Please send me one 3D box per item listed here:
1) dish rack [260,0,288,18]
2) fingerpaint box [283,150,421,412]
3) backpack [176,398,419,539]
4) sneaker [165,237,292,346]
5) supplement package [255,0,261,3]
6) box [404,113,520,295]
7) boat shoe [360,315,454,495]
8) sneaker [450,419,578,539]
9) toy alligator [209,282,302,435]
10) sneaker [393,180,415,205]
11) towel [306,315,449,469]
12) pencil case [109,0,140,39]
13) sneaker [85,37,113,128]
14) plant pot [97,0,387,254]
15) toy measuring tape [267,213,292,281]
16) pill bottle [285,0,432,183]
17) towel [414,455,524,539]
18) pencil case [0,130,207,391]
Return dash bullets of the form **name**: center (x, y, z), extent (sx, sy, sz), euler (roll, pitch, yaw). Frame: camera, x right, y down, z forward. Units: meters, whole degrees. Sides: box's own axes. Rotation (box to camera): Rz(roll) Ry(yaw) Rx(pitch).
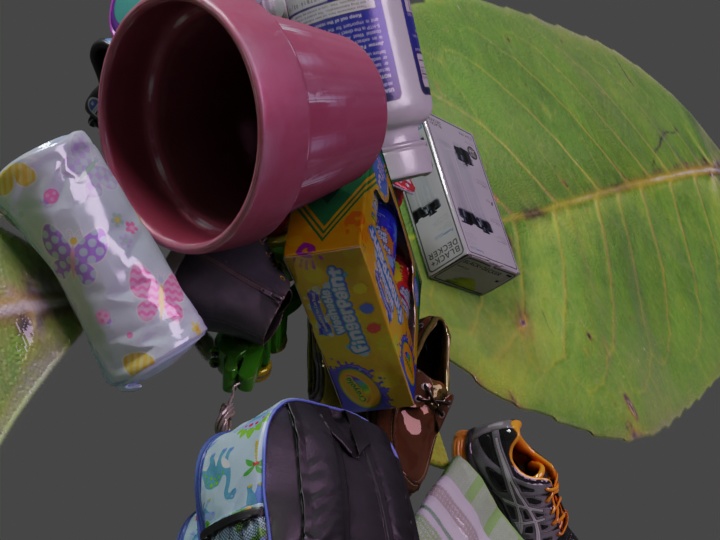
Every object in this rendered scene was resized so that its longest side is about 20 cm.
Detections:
- **dish rack**: center (-0.069, -0.216, 1.410), extent (0.200, 0.043, 0.173), euler (-29, 109, -75)
- **fingerpaint box**: center (0.000, 0.000, 1.246), extent (0.167, 0.073, 0.201), euler (-83, 160, -47)
- **backpack**: center (-0.049, 0.208, 1.030), extent (0.183, 0.147, 0.201), euler (25, 47, -43)
- **sneaker**: center (-0.099, -0.017, 1.183), extent (0.106, 0.075, 0.201), euler (19, 50, 2)
- **supplement package**: center (-0.170, -0.304, 1.303), extent (0.109, 0.114, 0.200), euler (37, 20, -34)
- **box**: center (0.108, -0.079, 1.626), extent (0.116, 0.060, 0.201), euler (17, 49, -50)
- **boat shoe**: center (0.049, 0.121, 1.297), extent (0.072, 0.068, 0.201), euler (40, 35, -33)
- **sneaker**: center (0.177, 0.236, 1.425), extent (0.200, 0.077, 0.078), euler (50, 29, -18)
- **toy alligator**: center (-0.104, 0.067, 1.181), extent (0.054, 0.060, 0.200), euler (14, 39, 12)
- **sneaker**: center (-0.008, -0.092, 1.449), extent (0.113, 0.071, 0.200), euler (52, 27, -5)
- **towel**: center (0.015, 0.105, 1.352), extent (0.200, 0.023, 0.144), euler (34, 37, -37)
- **pencil case**: center (-0.122, -0.194, 1.211), extent (0.200, 0.085, 0.093), euler (29, 74, -47)
- **sneaker**: center (-0.197, -0.122, 1.198), extent (0.089, 0.079, 0.201), euler (10, 48, -40)
- **plant pot**: center (-0.082, -0.123, 1.104), extent (0.178, 0.200, 0.201), euler (-11, 72, -46)
- **toy measuring tape**: center (-0.067, -0.045, 1.311), extent (0.074, 0.073, 0.200), euler (50, 33, -15)
- **pill bottle**: center (0.005, -0.183, 1.328), extent (0.120, 0.119, 0.201), euler (-15, 92, -60)
- **towel**: center (0.101, 0.281, 1.295), extent (0.150, 0.031, 0.200), euler (55, 35, -10)
- **pencil case**: center (-0.202, -0.008, 1.060), extent (0.091, 0.083, 0.201), euler (-35, 94, -37)
